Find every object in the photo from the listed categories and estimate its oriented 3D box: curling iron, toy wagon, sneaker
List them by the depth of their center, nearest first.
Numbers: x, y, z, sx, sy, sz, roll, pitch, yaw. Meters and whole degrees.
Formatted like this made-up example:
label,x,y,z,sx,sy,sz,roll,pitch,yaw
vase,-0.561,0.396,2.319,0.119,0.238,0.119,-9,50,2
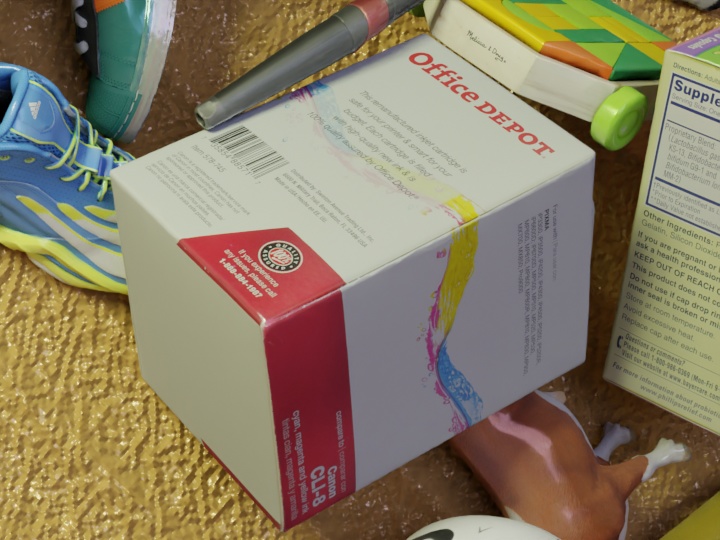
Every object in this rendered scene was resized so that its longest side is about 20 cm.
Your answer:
label,x,y,z,sx,sy,sz,roll,pitch,yaw
sneaker,-0.155,-0.047,0.949,0.200,0.105,0.076,22,73,-18
curling iron,-0.006,-0.128,0.971,0.200,0.050,0.026,-41,130,-23
sneaker,-0.133,-0.169,0.986,0.080,0.071,0.201,7,98,-13
toy wagon,0.121,-0.127,1.059,0.155,0.040,0.200,38,27,27

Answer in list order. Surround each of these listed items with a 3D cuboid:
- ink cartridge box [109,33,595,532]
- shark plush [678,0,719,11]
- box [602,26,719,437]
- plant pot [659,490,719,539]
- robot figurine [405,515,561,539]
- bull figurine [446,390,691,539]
label,x,y,z,sx,sy,sz,roll,pitch,yaw
ink cartridge box,0.000,0.000,0.957,0.200,0.145,0.145,-26,135,-24
shark plush,0.157,-0.216,1.155,0.199,0.091,0.084,-3,61,-3
box,0.232,-0.035,1.034,0.176,0.097,0.201,-26,133,-45
plant pot,0.321,0.192,1.055,0.200,0.176,0.200,-33,102,-24
robot figurine,0.057,0.227,0.972,0.150,0.125,0.201,14,84,-16
bull figurine,0.110,0.107,1.057,0.121,0.065,0.200,-42,104,-31
